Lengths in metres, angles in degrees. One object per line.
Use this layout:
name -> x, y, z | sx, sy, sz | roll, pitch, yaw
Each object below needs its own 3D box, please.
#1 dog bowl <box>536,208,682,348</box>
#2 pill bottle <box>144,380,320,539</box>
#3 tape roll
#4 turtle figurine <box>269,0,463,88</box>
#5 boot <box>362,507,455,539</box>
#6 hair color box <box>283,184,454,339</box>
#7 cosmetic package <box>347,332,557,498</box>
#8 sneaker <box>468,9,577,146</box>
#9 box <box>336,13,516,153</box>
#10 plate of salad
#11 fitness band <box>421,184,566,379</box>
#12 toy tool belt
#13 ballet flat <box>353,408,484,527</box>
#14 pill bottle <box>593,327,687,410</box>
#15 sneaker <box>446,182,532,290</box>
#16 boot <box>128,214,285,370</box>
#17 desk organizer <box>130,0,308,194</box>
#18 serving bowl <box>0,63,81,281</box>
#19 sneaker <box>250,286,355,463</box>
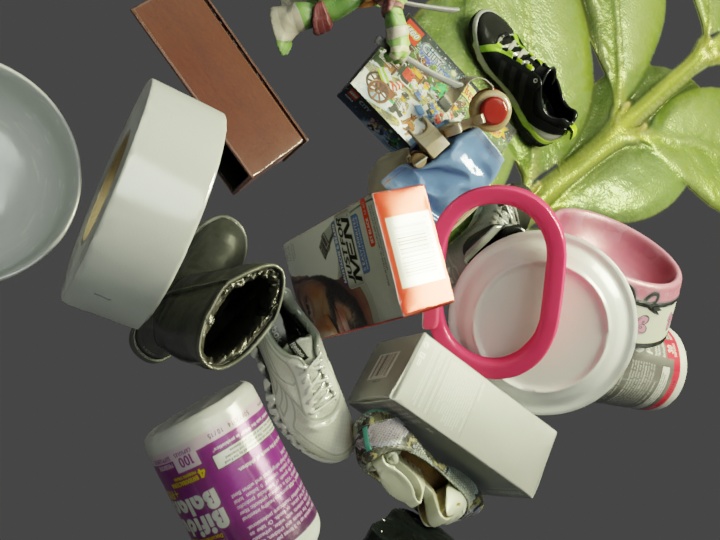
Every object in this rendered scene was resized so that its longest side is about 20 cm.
dog bowl -> 0.285, 0.000, 0.940 | 0.197, 0.074, 0.201 | 17, 29, -10
pill bottle -> -0.104, 0.214, 0.723 | 0.112, 0.112, 0.202 | -28, 92, -30
tape roll -> -0.188, -0.057, 0.687 | 0.070, 0.202, 0.205 | 23, 69, -23
turtle figurine -> 0.012, -0.267, 0.865 | 0.191, 0.200, 0.146 | -8, 71, 13
boot -> 0.015, 0.324, 0.774 | 0.073, 0.198, 0.164 | 28, 90, 23
hair color box -> 0.000, 0.000, 0.776 | 0.063, 0.199, 0.113 | -12, 84, -29
cosmetic package -> 0.099, 0.157, 0.852 | 0.199, 0.107, 0.091 | 39, 64, -14
sneaker -> 0.217, -0.255, 1.021 | 0.071, 0.083, 0.201 | -37, 98, -30
box -> 0.084, -0.188, 0.958 | 0.200, 0.038, 0.137 | 43, 63, -14
plate of salad -> 0.194, 0.056, 0.857 | 0.202, 0.198, 0.048 | 62, 19, -3
fitness band -> 0.137, 0.013, 0.821 | 0.141, 0.037, 0.203 | 6, 104, 10
toy tool belt -> 0.098, -0.114, 0.860 | 0.200, 0.123, 0.125 | -45, 104, 6
ballet flat -> 0.062, 0.223, 0.818 | 0.200, 0.072, 0.073 | 45, 61, -28
pill bottle -> 0.285, 0.104, 0.962 | 0.198, 0.110, 0.112 | 12, 73, -26
sneaker -> 0.170, -0.042, 0.928 | 0.075, 0.115, 0.200 | 50, 61, -10
boot -> -0.124, 0.011, 0.706 | 0.072, 0.199, 0.183 | 34, 65, -18
desk organizer -> -0.150, -0.185, 0.812 | 0.077, 0.072, 0.201 | -39, 99, -27
serving bowl -> -0.346, -0.079, 0.682 | 0.197, 0.066, 0.203 | 7, 75, -27
sneaker -> -0.059, 0.103, 0.792 | 0.075, 0.081, 0.202 | -33, 97, -32
